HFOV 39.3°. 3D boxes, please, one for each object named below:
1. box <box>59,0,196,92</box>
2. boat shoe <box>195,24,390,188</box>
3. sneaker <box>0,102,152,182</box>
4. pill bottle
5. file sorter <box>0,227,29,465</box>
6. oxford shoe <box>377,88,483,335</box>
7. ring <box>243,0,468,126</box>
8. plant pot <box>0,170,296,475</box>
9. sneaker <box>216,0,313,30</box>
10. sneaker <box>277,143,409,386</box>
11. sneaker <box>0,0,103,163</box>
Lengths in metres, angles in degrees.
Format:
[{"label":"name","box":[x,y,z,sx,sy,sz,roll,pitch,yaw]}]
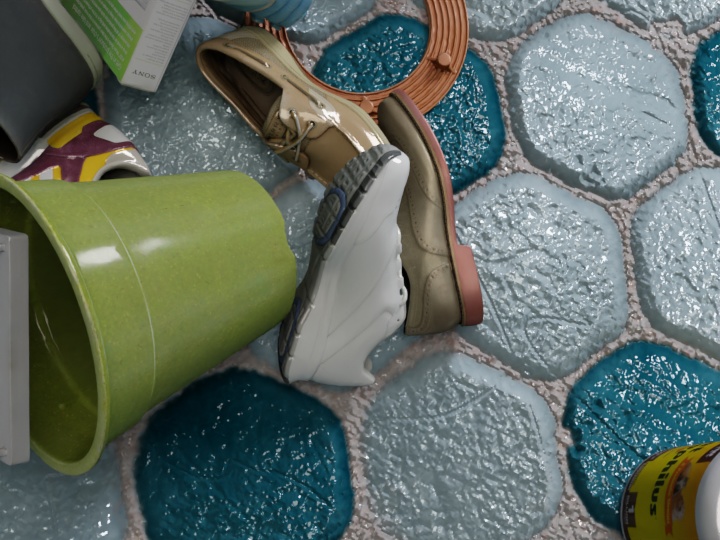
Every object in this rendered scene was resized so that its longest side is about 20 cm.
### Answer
[{"label":"box","box":[-0.155,-0.257,0.755,0.145,0.036,0.202,49,117,39]},{"label":"boat shoe","box":[-0.052,-0.113,0.796,0.200,0.072,0.064,43,38,16]},{"label":"sneaker","box":[-0.248,-0.034,0.764,0.090,0.075,0.201,38,76,8]},{"label":"pill bottle","box":[0.269,0.177,0.721,0.107,0.200,0.112,2,76,-7]},{"label":"file sorter","box":[-0.311,0.039,0.633,0.123,0.198,0.142,-8,104,-46]},{"label":"oxford shoe","box":[0.038,-0.047,0.810,0.073,0.071,0.204,-15,78,-5]},{"label":"ring","box":[-0.002,-0.217,0.868,0.196,0.019,0.205,2,76,-8]},{"label":"plant pot","box":[-0.150,0.010,0.706,0.188,0.200,0.203,-21,79,-39]},{"label":"sneaker","box":[-0.111,-0.249,0.825,0.129,0.199,0.081,8,111,-44]},{"label":"sneaker","box":[0.000,0.000,0.766,0.086,0.075,0.203,14,115,-16]},{"label":"sneaker","box":[-0.278,-0.178,0.704,0.200,0.074,0.107,47,52,-23]}]
